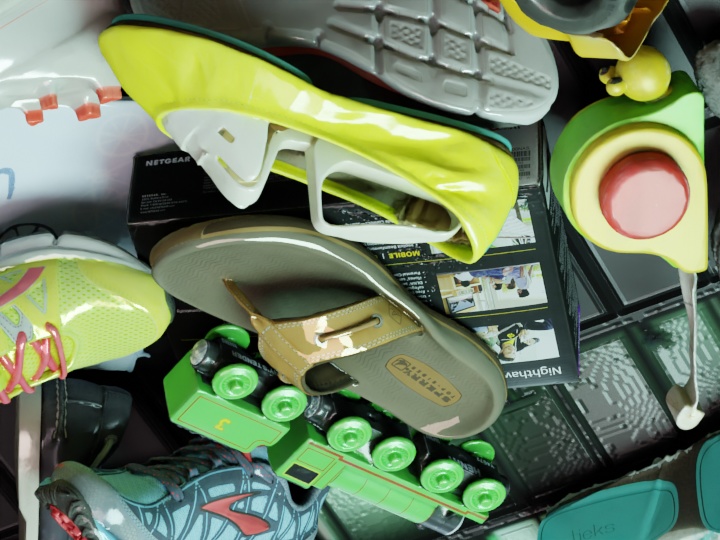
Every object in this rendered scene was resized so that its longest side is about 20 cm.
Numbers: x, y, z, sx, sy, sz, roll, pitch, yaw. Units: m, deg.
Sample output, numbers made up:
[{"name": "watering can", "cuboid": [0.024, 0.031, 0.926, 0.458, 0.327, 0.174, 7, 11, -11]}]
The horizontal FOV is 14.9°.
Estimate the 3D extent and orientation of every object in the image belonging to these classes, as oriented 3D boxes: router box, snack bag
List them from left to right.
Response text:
[{"name": "snack bag", "cuboid": [-0.180, -0.021, 1.337, 0.200, 0.021, 0.189, -1, 132, -25]}, {"name": "router box", "cuboid": [0.000, 0.000, 1.343, 0.200, 0.051, 0.149, -5, 138, 9]}]

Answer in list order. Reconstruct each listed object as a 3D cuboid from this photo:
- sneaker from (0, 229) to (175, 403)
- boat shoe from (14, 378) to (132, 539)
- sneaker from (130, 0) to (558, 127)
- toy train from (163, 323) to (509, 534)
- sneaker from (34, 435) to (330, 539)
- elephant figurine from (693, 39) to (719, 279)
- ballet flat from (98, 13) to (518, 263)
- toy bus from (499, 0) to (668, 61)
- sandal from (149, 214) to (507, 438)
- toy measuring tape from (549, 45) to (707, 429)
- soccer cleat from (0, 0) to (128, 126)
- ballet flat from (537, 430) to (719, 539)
[{"name": "sneaker", "cuboid": [-0.184, 0.043, 1.298, 0.200, 0.090, 0.078, -9, 138, -4]}, {"name": "boat shoe", "cuboid": [-0.147, 0.140, 1.439, 0.063, 0.073, 0.200, -2, 126, -8]}, {"name": "sneaker", "cuboid": [-0.009, -0.100, 1.276, 0.200, 0.077, 0.082, 15, 149, -1]}, {"name": "toy train", "cuboid": [-0.011, 0.084, 1.363, 0.200, 0.042, 0.056, 27, 120, -32]}, {"name": "sneaker", "cuboid": [-0.085, 0.107, 1.383, 0.096, 0.079, 0.200, -57, 150, 7]}, {"name": "elephant figurine", "cuboid": [0.222, 0.004, 1.309, 0.200, 0.155, 0.142, 21, 171, 1]}, {"name": "ballet flat", "cuboid": [-0.026, -0.053, 1.218, 0.200, 0.067, 0.067, 19, 159, -11]}, {"name": "toy bus", "cuboid": [0.032, -0.190, 1.159, 0.192, 0.136, 0.200, -2, 132, 23]}, {"name": "sandal", "cuboid": [-0.010, 0.035, 1.300, 0.200, 0.054, 0.080, 33, 132, -28]}, {"name": "toy measuring tape", "cuboid": [0.125, -0.012, 1.290, 0.073, 0.074, 0.200, -1, 119, 6]}, {"name": "soccer cleat", "cuboid": [-0.195, -0.102, 1.225, 0.200, 0.078, 0.069, -6, 168, -31]}, {"name": "ballet flat", "cuboid": [0.182, 0.123, 1.423, 0.200, 0.072, 0.072, -19, 126, 37]}]
